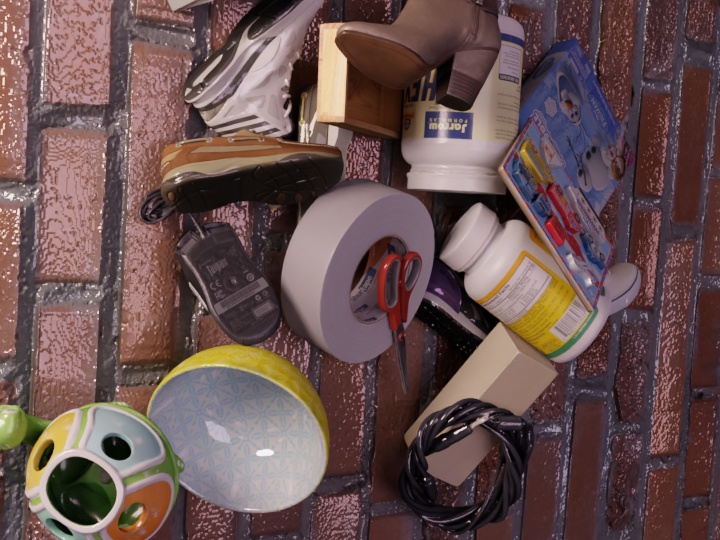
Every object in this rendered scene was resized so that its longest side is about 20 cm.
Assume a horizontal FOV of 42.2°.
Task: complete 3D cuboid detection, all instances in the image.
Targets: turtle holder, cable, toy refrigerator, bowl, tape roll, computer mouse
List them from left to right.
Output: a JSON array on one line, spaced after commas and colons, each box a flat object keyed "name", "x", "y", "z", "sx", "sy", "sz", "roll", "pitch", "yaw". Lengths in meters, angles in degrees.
[{"name": "turtle holder", "x": -0.265, "y": 0.188, "z": 0.912, "sx": 0.140, "sy": 0.132, "sz": 0.187, "roll": -31, "pitch": 87, "yaw": -2}, {"name": "computer mouse", "x": -0.135, "y": -0.023, "z": 1.013, "sx": 0.140, "sy": 0.046, "sz": 0.201, "roll": -35, "pitch": 83, "yaw": -23}, {"name": "bowl", "x": -0.121, "y": 0.151, "z": 1.015, "sx": 0.202, "sy": 0.198, "sz": 0.108, "roll": 57, "pitch": 25, "yaw": -22}, {"name": "tape roll", "x": 0.000, "y": 0.000, "z": 1.071, "sx": 0.199, "sy": 0.065, "sz": 0.204, "roll": -29, "pitch": 130, "yaw": -41}, {"name": "cable", "x": 0.125, "y": 0.250, "z": 1.144, "sx": 0.160, "sy": 0.051, "sz": 0.203, "roll": 7, "pitch": 119, "yaw": -21}, {"name": "toy refrigerator", "x": 0.147, "y": 0.168, "z": 1.173, "sx": 0.075, "sy": 0.070, "sz": 0.201, "roll": 27, "pitch": 110, "yaw": -30}]

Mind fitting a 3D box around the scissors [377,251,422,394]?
[{"name": "scissors", "x": 0.040, "y": 0.069, "z": 1.096, "sx": 0.073, "sy": 0.014, "sz": 0.204, "roll": -24, "pitch": 128, "yaw": -46}]

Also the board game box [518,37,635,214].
[{"name": "board game box", "x": 0.278, "y": -0.171, "z": 1.260, "sx": 0.200, "sy": 0.043, "sz": 0.201, "roll": -50, "pitch": 117, "yaw": -31}]

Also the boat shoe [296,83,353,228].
[{"name": "boat shoe", "x": -0.051, "y": -0.111, "z": 1.074, "sx": 0.072, "sy": 0.059, "sz": 0.206, "roll": -6, "pitch": 105, "yaw": -72}]

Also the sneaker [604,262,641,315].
[{"name": "sneaker", "x": 0.312, "y": 0.024, "z": 1.261, "sx": 0.198, "sy": 0.072, "sz": 0.072, "roll": -30, "pitch": 115, "yaw": -36}]

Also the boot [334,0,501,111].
[{"name": "boot", "x": 0.067, "y": -0.263, "z": 0.980, "sx": 0.198, "sy": 0.070, "sz": 0.149, "roll": 22, "pitch": 70, "yaw": -34}]

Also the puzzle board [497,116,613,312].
[{"name": "puzzle board", "x": 0.238, "y": -0.071, "z": 1.098, "sx": 0.201, "sy": 0.017, "sz": 0.151, "roll": 55, "pitch": 37, "yaw": -14}]

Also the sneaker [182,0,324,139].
[{"name": "sneaker", "x": -0.095, "y": -0.222, "z": 1.039, "sx": 0.201, "sy": 0.075, "sz": 0.116, "roll": -47, "pitch": 125, "yaw": -11}]

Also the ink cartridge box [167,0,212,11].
[{"name": "ink cartridge box", "x": -0.149, "y": -0.386, "z": 0.935, "sx": 0.144, "sy": 0.144, "sz": 0.203, "roll": -32, "pitch": 110, "yaw": -25}]

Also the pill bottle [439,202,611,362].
[{"name": "pill bottle", "x": 0.197, "y": 0.011, "z": 1.137, "sx": 0.199, "sy": 0.113, "sz": 0.114, "roll": 36, "pitch": 75, "yaw": -8}]

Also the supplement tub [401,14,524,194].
[{"name": "supplement tub", "x": 0.121, "y": -0.196, "z": 1.122, "sx": 0.143, "sy": 0.144, "sz": 0.204, "roll": 1, "pitch": 94, "yaw": -31}]

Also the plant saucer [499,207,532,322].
[{"name": "plant saucer", "x": 0.236, "y": 0.007, "z": 1.265, "sx": 0.198, "sy": 0.034, "sz": 0.205, "roll": -1, "pitch": 91, "yaw": -40}]

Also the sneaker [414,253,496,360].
[{"name": "sneaker", "x": 0.146, "y": 0.053, "z": 1.207, "sx": 0.200, "sy": 0.075, "sz": 0.089, "roll": 42, "pitch": 62, "yaw": -33}]

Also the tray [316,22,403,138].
[{"name": "tray", "x": 0.003, "y": -0.207, "z": 1.046, "sx": 0.199, "sy": 0.036, "sz": 0.101, "roll": -8, "pitch": 101, "yaw": -70}]

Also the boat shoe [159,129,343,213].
[{"name": "boat shoe", "x": -0.116, "y": -0.116, "z": 0.987, "sx": 0.196, "sy": 0.076, "sz": 0.075, "roll": -7, "pitch": 57, "yaw": -20}]
